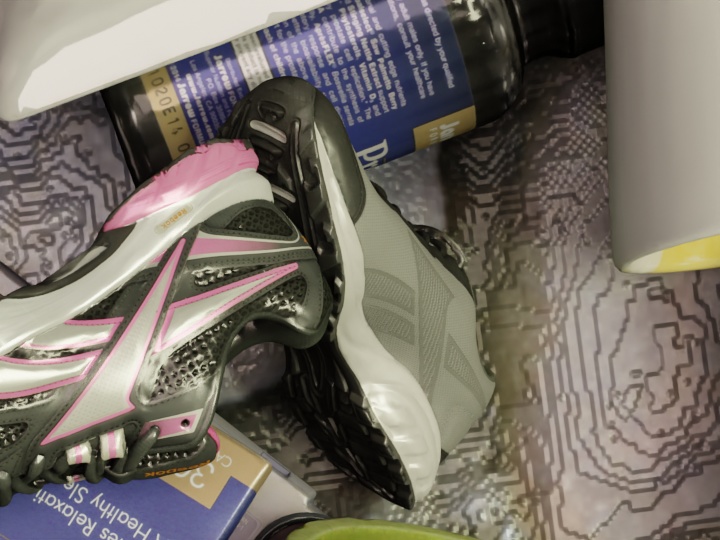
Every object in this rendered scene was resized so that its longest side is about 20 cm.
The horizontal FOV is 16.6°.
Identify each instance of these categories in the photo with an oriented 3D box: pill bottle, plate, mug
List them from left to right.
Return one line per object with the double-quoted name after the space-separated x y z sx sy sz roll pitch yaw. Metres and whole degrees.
-0.065 -0.151 0.950 0.200 0.200 0.032 -21 127 -3 "plate"
-0.005 -0.096 0.974 0.200 0.112 0.112 -21 86 -3 "pill bottle"
0.149 -0.084 0.926 0.149 0.187 0.153 -8 83 -18 "mug"

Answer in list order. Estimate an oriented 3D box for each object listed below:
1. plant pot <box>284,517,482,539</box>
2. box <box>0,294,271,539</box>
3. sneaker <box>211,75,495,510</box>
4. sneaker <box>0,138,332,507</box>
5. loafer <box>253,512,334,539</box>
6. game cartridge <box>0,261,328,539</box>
0.037 0.213 0.873 0.200 0.200 0.190 20 98 0 "plant pot"
-0.134 0.123 0.884 0.121 0.032 0.200 31 82 2 "box"
0.000 0.000 0.949 0.074 0.200 0.079 25 59 39 "sneaker"
-0.091 0.042 0.844 0.200 0.080 0.086 -40 85 -11 "sneaker"
-0.024 0.196 0.952 0.072 0.063 0.200 7 98 -22 "loafer"
-0.110 0.099 0.994 0.200 0.038 0.130 38 81 2 "game cartridge"
